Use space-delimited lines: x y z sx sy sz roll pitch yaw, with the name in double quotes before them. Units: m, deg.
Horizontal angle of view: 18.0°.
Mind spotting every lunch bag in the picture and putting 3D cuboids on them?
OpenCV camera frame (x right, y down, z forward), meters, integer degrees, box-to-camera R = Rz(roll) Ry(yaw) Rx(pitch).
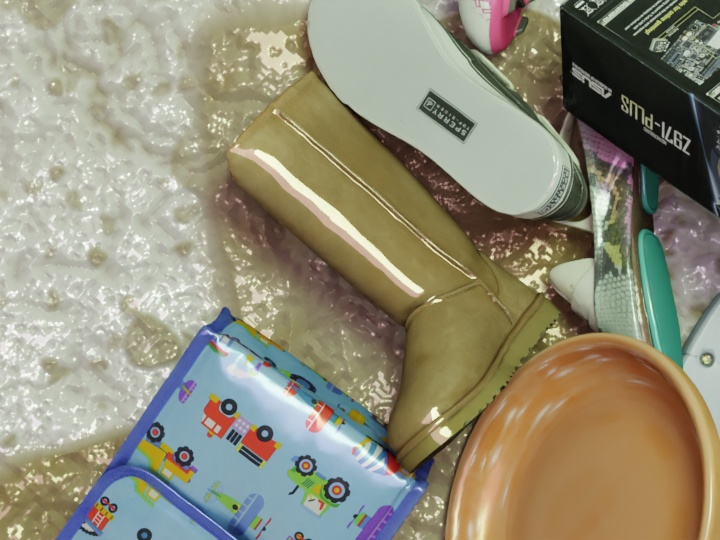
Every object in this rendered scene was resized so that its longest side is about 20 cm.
"lunch bag" -0.077 0.148 1.269 0.150 0.094 0.200 36 97 0

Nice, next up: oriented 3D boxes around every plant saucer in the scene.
"plant saucer" 0.125 0.135 1.232 0.037 0.200 0.201 18 83 -37

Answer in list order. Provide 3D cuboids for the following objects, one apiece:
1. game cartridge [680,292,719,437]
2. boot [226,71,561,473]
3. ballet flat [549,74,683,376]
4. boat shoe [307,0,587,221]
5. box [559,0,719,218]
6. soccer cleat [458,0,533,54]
"game cartridge" 0.225 0.119 1.295 0.133 0.042 0.201 15 84 4
"boot" 0.000 0.000 1.253 0.200 0.175 0.066 43 124 0
"ballet flat" 0.142 -0.024 1.297 0.071 0.069 0.201 -7 78 20
"boat shoe" 0.048 -0.094 1.293 0.071 0.064 0.200 -50 65 12
"box" 0.233 -0.130 1.234 0.200 0.086 0.164 -40 58 -22
"soccer cleat" 0.065 -0.223 1.314 0.086 0.070 0.201 6 81 13
